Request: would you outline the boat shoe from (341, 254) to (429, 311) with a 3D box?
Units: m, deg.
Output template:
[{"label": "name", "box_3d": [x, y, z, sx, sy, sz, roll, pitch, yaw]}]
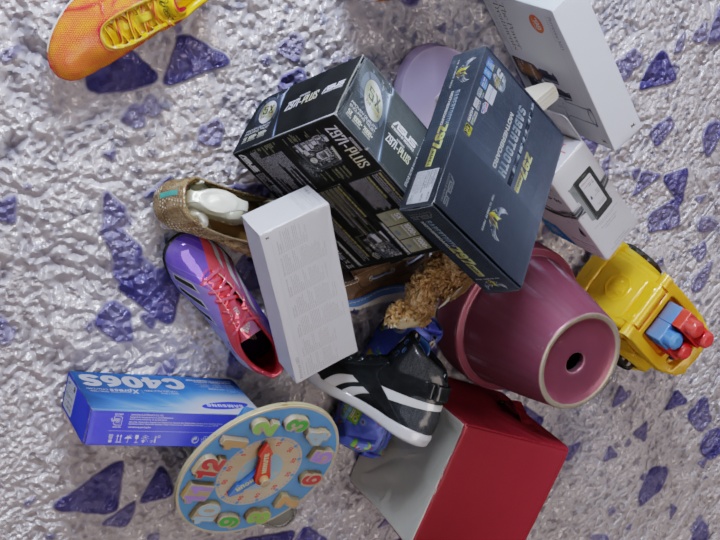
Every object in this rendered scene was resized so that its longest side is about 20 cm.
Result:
[{"label": "boat shoe", "box_3d": [0.000, 0.000, 1.245, 0.198, 0.072, 0.074, -9, 110, -38]}]

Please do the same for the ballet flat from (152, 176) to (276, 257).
[{"label": "ballet flat", "box_3d": [-0.125, -0.055, 1.136, 0.198, 0.065, 0.072, 10, 74, -35]}]

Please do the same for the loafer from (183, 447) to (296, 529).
[{"label": "loafer", "box_3d": [-0.138, 0.255, 1.265, 0.070, 0.070, 0.200, -46, 126, -6]}]

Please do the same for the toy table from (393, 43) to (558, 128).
[{"label": "toy table", "box_3d": [0.129, -0.162, 1.218, 0.184, 0.117, 0.200, -48, 125, -4]}]

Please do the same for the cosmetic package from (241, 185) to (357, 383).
[{"label": "cosmetic package", "box_3d": [-0.062, 0.017, 1.118, 0.082, 0.051, 0.202, -27, 130, -21]}]

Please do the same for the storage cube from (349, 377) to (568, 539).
[{"label": "storage cube", "box_3d": [0.123, 0.248, 1.355, 0.178, 0.171, 0.202, 17, 102, -33]}]

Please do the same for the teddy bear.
[{"label": "teddy bear", "box_3d": [0.099, -0.006, 1.197, 0.200, 0.067, 0.145, -46, 168, 22]}]

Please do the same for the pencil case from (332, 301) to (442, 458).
[{"label": "pencil case", "box_3d": [0.033, 0.135, 1.306, 0.077, 0.087, 0.202, 21, 100, -39]}]

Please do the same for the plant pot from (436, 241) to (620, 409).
[{"label": "plant pot", "box_3d": [0.223, 0.078, 1.337, 0.197, 0.179, 0.203, -13, 116, -26]}]

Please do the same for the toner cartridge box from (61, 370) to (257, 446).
[{"label": "toner cartridge box", "box_3d": [-0.217, 0.153, 1.160, 0.198, 0.095, 0.044, 7, 107, -33]}]

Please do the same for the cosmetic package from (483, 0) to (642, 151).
[{"label": "cosmetic package", "box_3d": [0.230, -0.246, 1.220, 0.052, 0.151, 0.201, -41, 124, -9]}]

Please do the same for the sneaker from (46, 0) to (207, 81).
[{"label": "sneaker", "box_3d": [-0.213, -0.250, 1.003, 0.199, 0.077, 0.073, -40, 126, -8]}]

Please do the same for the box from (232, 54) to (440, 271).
[{"label": "box", "box_3d": [-0.005, -0.105, 1.110, 0.200, 0.162, 0.087, 45, 53, -28]}]

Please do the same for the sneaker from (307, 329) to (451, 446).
[{"label": "sneaker", "box_3d": [0.019, 0.108, 1.236, 0.113, 0.198, 0.073, -63, 160, 6]}]

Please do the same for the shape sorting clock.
[{"label": "shape sorting clock", "box_3d": [-0.112, 0.224, 1.178, 0.197, 0.039, 0.202, -16, 133, -18]}]

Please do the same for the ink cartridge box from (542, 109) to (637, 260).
[{"label": "ink cartridge box", "box_3d": [0.245, -0.113, 1.307, 0.068, 0.116, 0.200, -47, 125, -5]}]

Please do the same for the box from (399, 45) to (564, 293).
[{"label": "box", "box_3d": [0.131, -0.102, 1.091, 0.157, 0.051, 0.202, 41, 59, -35]}]

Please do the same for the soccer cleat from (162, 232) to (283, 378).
[{"label": "soccer cleat", "box_3d": [-0.145, 0.039, 1.167, 0.068, 0.073, 0.201, -38, 125, -10]}]

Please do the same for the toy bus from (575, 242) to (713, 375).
[{"label": "toy bus", "box_3d": [0.405, 0.075, 1.437, 0.136, 0.192, 0.200, -52, 127, -3]}]
